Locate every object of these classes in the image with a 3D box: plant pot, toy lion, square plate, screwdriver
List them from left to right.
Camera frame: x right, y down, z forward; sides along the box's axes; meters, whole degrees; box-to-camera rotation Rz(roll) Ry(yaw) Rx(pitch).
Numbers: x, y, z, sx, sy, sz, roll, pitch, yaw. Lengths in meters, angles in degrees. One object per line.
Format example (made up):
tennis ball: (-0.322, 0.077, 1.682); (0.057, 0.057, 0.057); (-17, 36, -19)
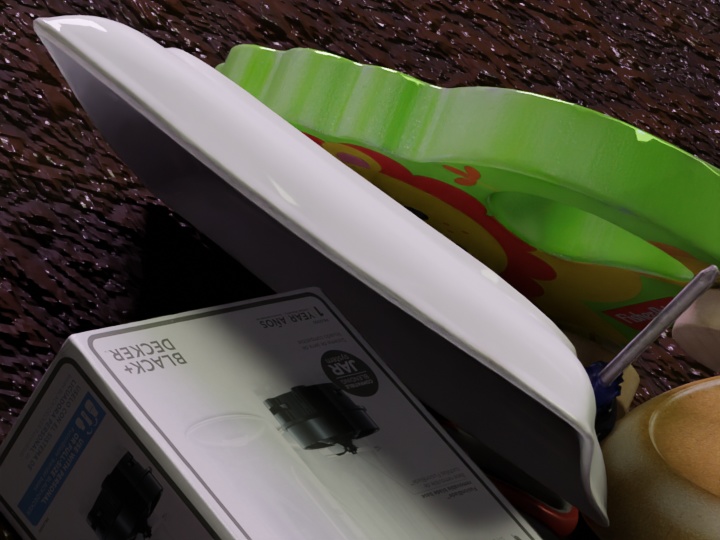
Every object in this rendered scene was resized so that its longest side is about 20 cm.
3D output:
square plate: (0.000, 0.000, 0.912); (0.198, 0.028, 0.200); (36, -6, 12)
toy lion: (0.041, -0.022, 0.988); (0.191, 0.069, 0.200); (28, -16, -18)
screwdriver: (0.087, 0.030, 0.951); (0.029, 0.200, 0.028); (3, 71, -16)
plant pot: (0.174, 0.074, 1.032); (0.199, 0.028, 0.200); (4, 18, -1)

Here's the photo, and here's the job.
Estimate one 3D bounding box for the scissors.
scissors: (-0.007, 0.055, 0.960); (0.199, 0.014, 0.073); (25, 29, -24)

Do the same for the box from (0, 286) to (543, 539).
box: (0.001, 0.100, 0.818); (0.200, 0.060, 0.116); (47, 31, 21)
